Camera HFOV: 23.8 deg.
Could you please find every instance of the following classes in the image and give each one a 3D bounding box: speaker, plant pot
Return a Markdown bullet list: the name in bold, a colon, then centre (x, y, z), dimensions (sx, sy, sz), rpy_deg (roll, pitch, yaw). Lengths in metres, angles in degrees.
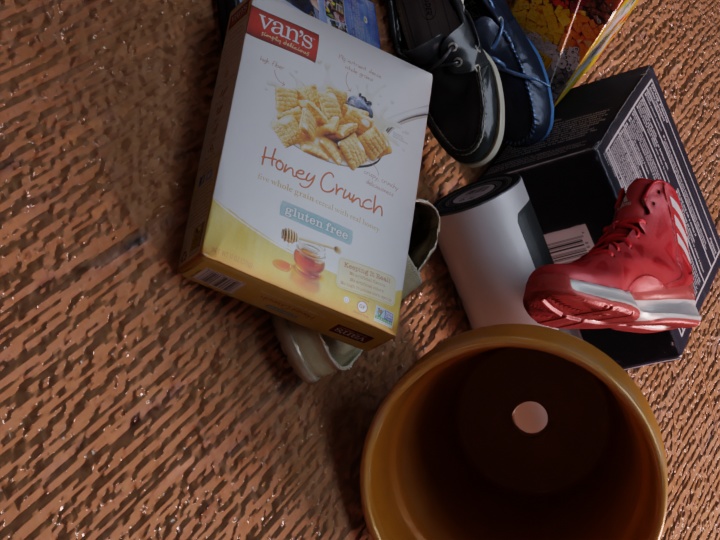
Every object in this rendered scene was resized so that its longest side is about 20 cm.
- **speaker**: centre (0.123, 0.031, 1.341), dimensions (0.081, 0.081, 0.201), rpy_deg (-43, 115, -58)
- **plant pot**: centre (0.113, 0.125, 1.187), dimensions (0.183, 0.199, 0.201), rpy_deg (-43, 115, -75)

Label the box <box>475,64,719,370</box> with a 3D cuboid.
- **box**: centre (0.213, -0.042, 1.486), dimensions (0.201, 0.123, 0.198), rpy_deg (66, 32, -16)

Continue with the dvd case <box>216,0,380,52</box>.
- **dvd case**: centre (-0.037, -0.147, 1.208), dimensions (0.200, 0.017, 0.143), rpy_deg (15, 65, -58)

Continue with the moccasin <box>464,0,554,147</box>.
- **moccasin**: centre (0.090, -0.190, 1.408), dimensions (0.068, 0.080, 0.201), rpy_deg (-15, 76, -56)

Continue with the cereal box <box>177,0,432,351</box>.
- **cereal box**: centre (-0.031, -0.065, 1.090), dimensions (0.143, 0.039, 0.201), rpy_deg (22, 60, -25)

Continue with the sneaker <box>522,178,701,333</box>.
- **sneaker**: centre (0.188, -0.016, 1.309), dimensions (0.200, 0.078, 0.116), rpy_deg (11, 72, -52)

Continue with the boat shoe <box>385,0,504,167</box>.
- **boat shoe**: centre (0.057, -0.177, 1.330), dimensions (0.066, 0.074, 0.200), rpy_deg (8, 70, -57)

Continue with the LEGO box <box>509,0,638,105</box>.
- **LEGO box**: centre (0.191, -0.235, 1.502), dimensions (0.077, 0.149, 0.200), rpy_deg (36, 32, 5)

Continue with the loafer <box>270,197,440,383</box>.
- **loafer**: centre (0.000, 0.000, 1.150), dimensions (0.076, 0.068, 0.200), rpy_deg (61, 32, -23)
